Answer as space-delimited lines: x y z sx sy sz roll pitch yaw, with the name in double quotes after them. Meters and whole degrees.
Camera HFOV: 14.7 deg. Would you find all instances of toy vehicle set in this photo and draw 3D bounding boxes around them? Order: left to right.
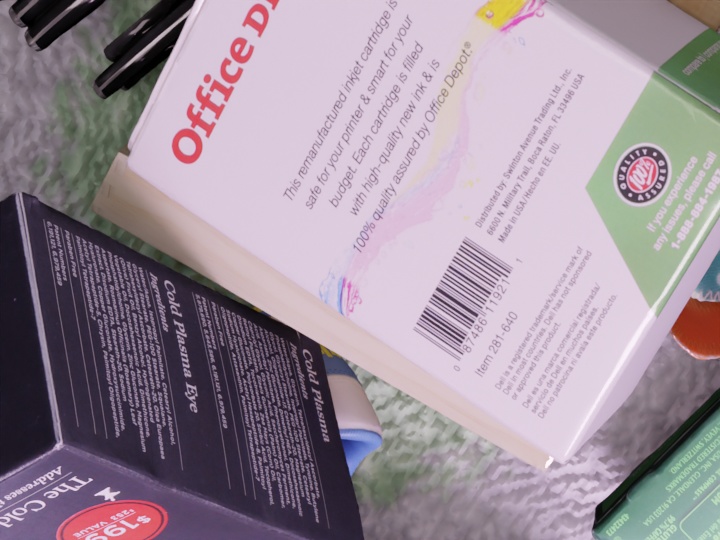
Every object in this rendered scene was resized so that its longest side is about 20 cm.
0.000 0.000 1.093 0.199 0.124 0.027 30 108 0 "toy vehicle set"

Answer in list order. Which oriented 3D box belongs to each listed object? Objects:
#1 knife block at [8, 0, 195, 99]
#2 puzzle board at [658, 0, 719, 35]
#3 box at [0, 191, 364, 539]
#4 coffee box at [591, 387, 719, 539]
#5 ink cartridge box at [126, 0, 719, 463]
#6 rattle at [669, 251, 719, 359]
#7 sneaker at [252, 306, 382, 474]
-0.054 -0.165 1.104 0.175 0.064 0.201 7 99 4 "knife block"
0.075 -0.138 1.016 0.150 0.017 0.200 37 119 8 "puzzle board"
-0.133 0.083 1.033 0.200 0.182 0.105 -28 58 25 "box"
0.202 0.129 1.109 0.200 0.044 0.123 44 100 0 "coffee box"
0.037 -0.051 1.005 0.200 0.084 0.145 34 116 10 "ink cartridge box"
0.228 0.006 1.090 0.200 0.130 0.143 -41 136 -4 "rattle"
-0.060 0.115 1.129 0.082 0.074 0.201 38 105 38 "sneaker"
